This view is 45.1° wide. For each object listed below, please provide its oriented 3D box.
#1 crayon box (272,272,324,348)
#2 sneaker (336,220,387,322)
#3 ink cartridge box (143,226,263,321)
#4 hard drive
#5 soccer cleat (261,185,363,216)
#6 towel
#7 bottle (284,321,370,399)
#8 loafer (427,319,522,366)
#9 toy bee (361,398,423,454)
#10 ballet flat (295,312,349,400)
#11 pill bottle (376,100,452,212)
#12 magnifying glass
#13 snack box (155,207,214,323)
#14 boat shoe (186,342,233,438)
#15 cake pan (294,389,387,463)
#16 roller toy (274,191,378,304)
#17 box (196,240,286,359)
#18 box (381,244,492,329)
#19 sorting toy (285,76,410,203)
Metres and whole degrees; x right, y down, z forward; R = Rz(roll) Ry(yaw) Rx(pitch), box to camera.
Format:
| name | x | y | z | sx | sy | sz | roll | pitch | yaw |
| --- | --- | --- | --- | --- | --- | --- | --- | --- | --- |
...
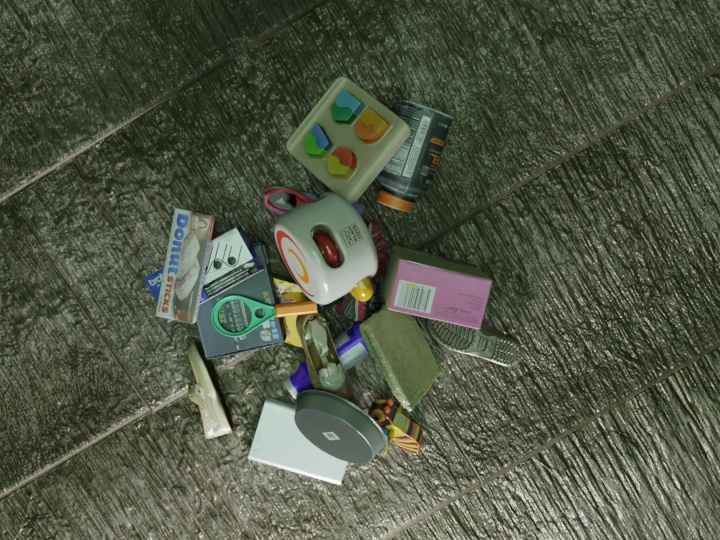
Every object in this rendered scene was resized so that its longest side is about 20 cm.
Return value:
| name | x | y | z | sx | sy | sz | roll | pitch | yaw |
| --- | --- | --- | --- | --- | --- | --- | --- | --- | --- |
| crayon box | -0.176 | 0.067 | 1.718 | 0.199 | 0.058 | 0.119 | 18 | 97 | -3 |
| sneaker | 0.000 | 0.000 | 1.708 | 0.074 | 0.081 | 0.201 | 12 | 91 | 26 |
| ink cartridge box | -0.289 | 0.006 | 1.609 | 0.200 | 0.044 | 0.094 | -28 | 93 | 5 |
| hard drive | -0.118 | 0.351 | 1.783 | 0.199 | 0.026 | 0.132 | 17 | 98 | -5 |
| soccer cleat | -0.093 | -0.123 | 1.683 | 0.199 | 0.076 | 0.067 | 12 | 98 | -3 |
| towel | 0.079 | 0.162 | 1.711 | 0.036 | 0.148 | 0.200 | -22 | 102 | 40 |
| bottle | -0.059 | 0.182 | 1.728 | 0.200 | 0.084 | 0.065 | -36 | 99 | 3 |
| loafer | 0.228 | 0.136 | 1.741 | 0.200 | 0.068 | 0.076 | 26 | 96 | 11 |
| toy bee | 0.051 | 0.301 | 1.728 | 0.199 | 0.109 | 0.131 | 13 | 60 | -25 |
| ballet flat | -0.071 | 0.168 | 1.651 | 0.070 | 0.065 | 0.200 | -24 | 87 | -18 |
| pill bottle | 0.095 | -0.215 | 1.660 | 0.106 | 0.106 | 0.201 | 18 | 99 | -5 |
| magnifying glass | -0.180 | 0.078 | 1.627 | 0.199 | 0.022 | 0.080 | -7 | 97 | -2 |
| snack box | -0.318 | -0.009 | 1.574 | 0.072 | 0.024 | 0.201 | 11 | 94 | 5 |
| boat shoe | -0.316 | 0.243 | 1.739 | 0.065 | 0.072 | 0.201 | -18 | 105 | 0 |
| cake pan | -0.045 | 0.307 | 1.677 | 0.200 | 0.200 | 0.037 | 37 | 56 | -7 |
| roller toy | -0.057 | -0.043 | 1.591 | 0.140 | 0.200 | 0.183 | -29 | 139 | -18 |
| box | -0.240 | 0.056 | 1.660 | 0.157 | 0.051 | 0.201 | -12 | 96 | 3 |
| box | 0.139 | 0.029 | 1.652 | 0.175 | 0.200 | 0.097 | 13 | 99 | -4 |
| sorting toy | -0.029 | -0.252 | 1.639 | 0.200 | 0.036 | 0.185 | 42 | 97 | 27 |
